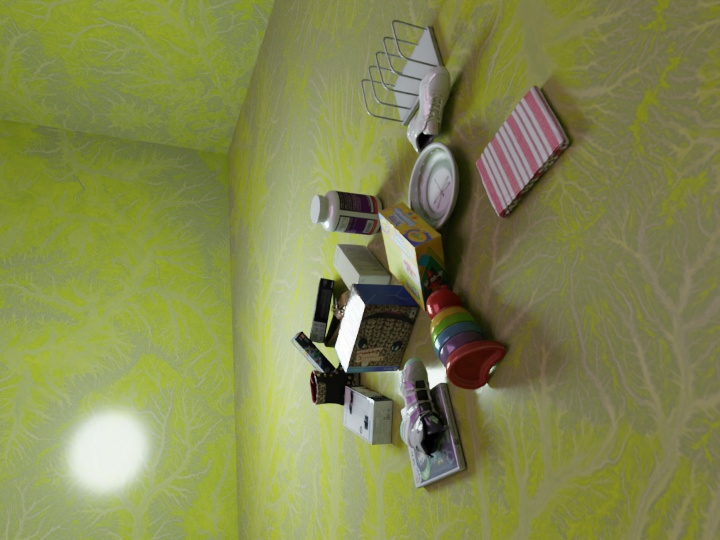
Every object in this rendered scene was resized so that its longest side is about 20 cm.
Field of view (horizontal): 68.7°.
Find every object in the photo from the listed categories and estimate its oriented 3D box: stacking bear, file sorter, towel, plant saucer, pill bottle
[{"bbox_3d":[0.193,0.121,1.078,0.203,0.110,0.124,-109,33,-48],"label":"stacking bear"},{"bbox_3d":[0.098,-0.499,1.334,0.201,0.120,0.143,130,136,-51],"label":"file sorter"},{"bbox_3d":[0.295,-0.217,0.982,0.201,0.029,0.150,-55,39,45],"label":"towel"},{"bbox_3d":[0.177,-0.186,1.207,0.199,0.049,0.209,165,106,-64],"label":"plant saucer"},{"bbox_3d":[-0.041,-0.166,1.509,0.112,0.193,0.117,4,90,64],"label":"pill bottle"}]

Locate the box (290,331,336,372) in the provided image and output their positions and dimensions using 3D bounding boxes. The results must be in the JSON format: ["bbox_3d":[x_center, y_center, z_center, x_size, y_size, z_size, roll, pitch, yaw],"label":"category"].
[{"bbox_3d":[-0.141,0.284,1.692,0.201,0.038,0.136,48,164,-3],"label":"box"}]

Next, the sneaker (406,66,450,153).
[{"bbox_3d":[0.168,-0.360,1.213,0.101,0.075,0.204,-101,18,-45],"label":"sneaker"}]

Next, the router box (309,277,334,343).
[{"bbox_3d":[-0.130,0.137,1.756,0.157,0.050,0.208,134,146,-81],"label":"router box"}]

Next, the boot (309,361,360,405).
[{"bbox_3d":[-0.078,0.310,1.593,0.073,0.146,0.208,-27,63,61],"label":"boot"}]

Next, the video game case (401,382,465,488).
[{"bbox_3d":[0.160,0.382,1.209,0.201,0.023,0.188,127,138,-51],"label":"video game case"}]

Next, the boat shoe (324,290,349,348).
[{"bbox_3d":[-0.068,0.162,1.691,0.073,0.061,0.207,-133,51,-57],"label":"boat shoe"}]

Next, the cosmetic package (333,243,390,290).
[{"bbox_3d":[0.000,0.000,1.516,0.201,0.102,0.073,-125,43,-55],"label":"cosmetic package"}]

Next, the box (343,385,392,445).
[{"bbox_3d":[0.017,0.401,1.478,0.199,0.058,0.122,-177,90,-66],"label":"box"}]

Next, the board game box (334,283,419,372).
[{"bbox_3d":[0.039,0.148,1.345,0.097,0.154,0.206,-125,44,-52],"label":"board game box"}]

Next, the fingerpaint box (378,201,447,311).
[{"bbox_3d":[0.123,-0.037,1.214,0.201,0.071,0.171,-128,21,-56],"label":"fingerpaint box"}]

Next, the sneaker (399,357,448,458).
[{"bbox_3d":[0.146,0.303,1.147,0.139,0.075,0.208,-166,71,-64],"label":"sneaker"}]
